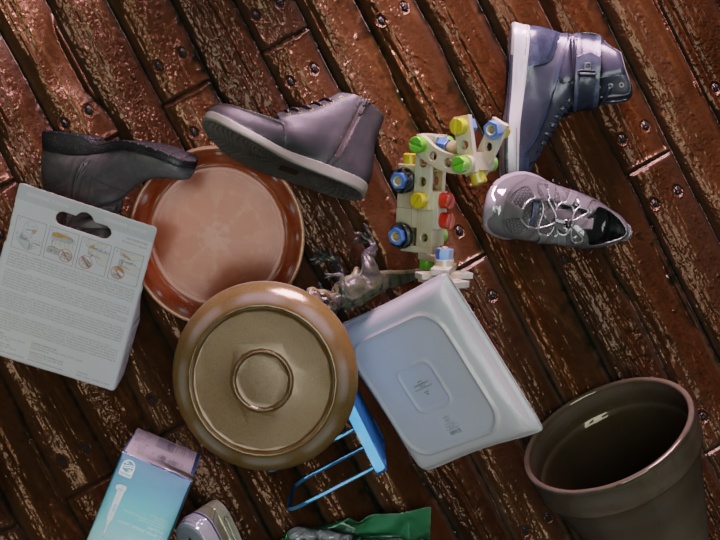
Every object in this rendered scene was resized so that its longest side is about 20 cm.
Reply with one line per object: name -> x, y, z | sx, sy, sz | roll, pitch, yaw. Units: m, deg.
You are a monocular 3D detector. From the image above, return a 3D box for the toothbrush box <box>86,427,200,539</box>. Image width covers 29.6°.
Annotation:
toothbrush box -> -0.254, 0.291, 1.498 | 0.084, 0.146, 0.202 | 23, 91, -4

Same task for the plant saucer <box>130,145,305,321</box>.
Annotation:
plant saucer -> -0.161, -0.039, 1.540 | 0.197, 0.032, 0.204 | 0, 93, -3

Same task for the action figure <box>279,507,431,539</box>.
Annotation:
action figure -> -0.018, 0.330, 1.563 | 0.197, 0.055, 0.120 | 1, 96, 1

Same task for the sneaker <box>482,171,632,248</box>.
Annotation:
sneaker -> 0.217, -0.063, 1.489 | 0.198, 0.082, 0.076 | 1, 101, -38

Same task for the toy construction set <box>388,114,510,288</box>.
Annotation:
toy construction set -> 0.093, -0.071, 1.502 | 0.130, 0.092, 0.203 | 7, 84, 33

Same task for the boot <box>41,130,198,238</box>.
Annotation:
boot -> -0.270, -0.079, 1.500 | 0.197, 0.070, 0.134 | 9, 95, 25

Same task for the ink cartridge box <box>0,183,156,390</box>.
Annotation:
ink cartridge box -> -0.318, 0.017, 1.503 | 0.160, 0.057, 0.203 | 17, 104, -3

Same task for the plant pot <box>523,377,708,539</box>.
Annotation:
plant pot -> 0.304, 0.249, 1.521 | 0.198, 0.200, 0.175 | -27, 111, -1

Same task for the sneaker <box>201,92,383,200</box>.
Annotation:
sneaker -> -0.073, -0.160, 1.507 | 0.198, 0.075, 0.108 | 22, 71, -18

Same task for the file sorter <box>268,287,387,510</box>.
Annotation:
file sorter -> -0.068, 0.142, 1.505 | 0.121, 0.139, 0.202 | -26, 95, 2

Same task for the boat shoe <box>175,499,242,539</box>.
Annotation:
boat shoe -> -0.142, 0.356, 1.549 | 0.062, 0.071, 0.202 | -35, 111, -44

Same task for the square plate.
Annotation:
square plate -> 0.077, 0.121, 1.499 | 0.028, 0.199, 0.200 | -37, 96, -44

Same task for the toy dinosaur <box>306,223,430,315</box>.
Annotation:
toy dinosaur -> 0.000, 0.000, 1.529 | 0.198, 0.048, 0.088 | -18, 59, -37

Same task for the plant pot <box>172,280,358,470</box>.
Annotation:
plant pot -> -0.101, 0.113, 1.423 | 0.197, 0.027, 0.203 | 0, 96, 2

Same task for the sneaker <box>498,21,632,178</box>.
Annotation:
sneaker -> 0.230, -0.170, 1.532 | 0.144, 0.077, 0.206 | 6, 92, -1
